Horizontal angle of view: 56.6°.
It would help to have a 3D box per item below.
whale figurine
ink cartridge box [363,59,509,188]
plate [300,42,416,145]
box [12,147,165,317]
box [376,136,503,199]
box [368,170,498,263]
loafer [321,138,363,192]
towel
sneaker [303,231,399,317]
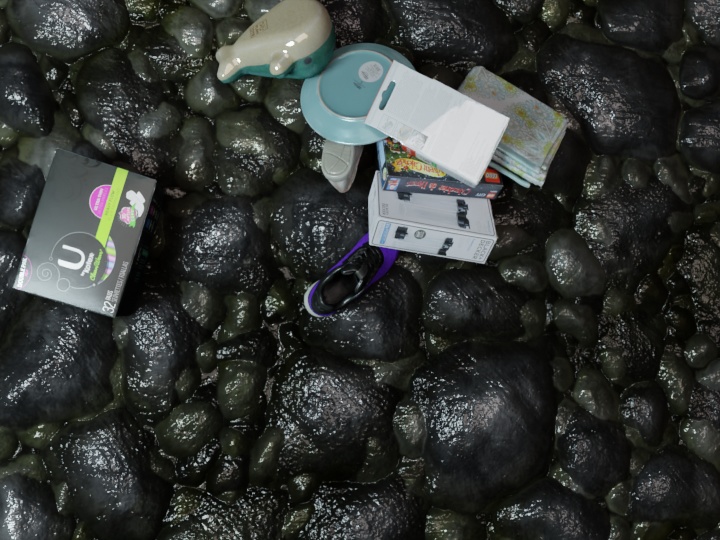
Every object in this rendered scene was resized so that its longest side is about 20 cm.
[{"bbox_3d":[-0.131,-0.345,1.061,0.196,0.104,0.161,-22,51,7],"label":"whale figurine"},{"bbox_3d":[0.115,-0.222,1.017,0.197,0.050,0.111,29,94,6],"label":"ink cartridge box"},{"bbox_3d":[-0.002,-0.291,1.068,0.195,0.026,0.205,-3,65,7],"label":"plate"},{"bbox_3d":[-0.387,-0.049,0.976,0.145,0.124,0.205,16,85,-9],"label":"box"},{"bbox_3d":[0.125,-0.189,1.086,0.195,0.038,0.139,3,58,-15],"label":"box"},{"bbox_3d":[0.113,-0.085,1.074,0.195,0.061,0.118,8,46,-10],"label":"box"},{"bbox_3d":[-0.020,-0.225,1.091,0.070,0.063,0.204,7,68,15],"label":"loafer"},{"bbox_3d":[0.236,-0.237,1.099,0.198,0.048,0.172,32,52,4],"label":"towel"},{"bbox_3d":[0.000,0.001,1.053,0.200,0.099,0.070,-44,95,-13],"label":"sneaker"}]
